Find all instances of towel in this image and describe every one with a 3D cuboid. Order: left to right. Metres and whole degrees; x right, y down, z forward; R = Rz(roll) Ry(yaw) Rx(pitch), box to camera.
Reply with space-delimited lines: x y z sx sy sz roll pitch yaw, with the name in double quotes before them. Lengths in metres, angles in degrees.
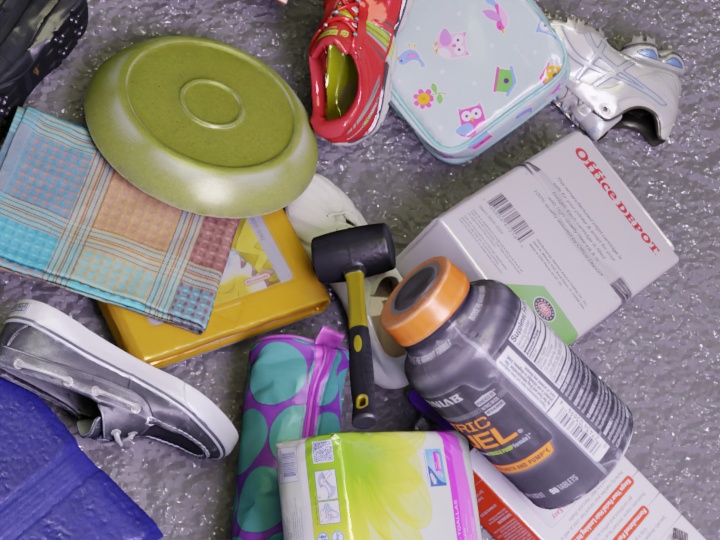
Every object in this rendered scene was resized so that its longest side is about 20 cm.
"towel" -0.261 0.172 1.318 0.200 0.050 0.148 47 53 5
"towel" -0.197 -0.041 1.405 0.199 0.022 0.147 19 56 -6

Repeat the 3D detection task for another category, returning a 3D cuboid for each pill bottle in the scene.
"pill bottle" 0.105 0.079 1.354 0.200 0.106 0.106 44 59 -18

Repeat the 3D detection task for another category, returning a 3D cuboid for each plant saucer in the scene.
"plant saucer" -0.125 -0.127 1.468 0.199 0.031 0.201 13 46 -14

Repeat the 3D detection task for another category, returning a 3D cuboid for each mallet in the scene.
"mallet" 0.008 0.038 1.360 0.065 0.041 0.201 -17 43 2

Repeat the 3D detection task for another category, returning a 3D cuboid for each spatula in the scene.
"spatula" 0.031 0.148 1.445 0.056 0.021 0.200 37 62 13

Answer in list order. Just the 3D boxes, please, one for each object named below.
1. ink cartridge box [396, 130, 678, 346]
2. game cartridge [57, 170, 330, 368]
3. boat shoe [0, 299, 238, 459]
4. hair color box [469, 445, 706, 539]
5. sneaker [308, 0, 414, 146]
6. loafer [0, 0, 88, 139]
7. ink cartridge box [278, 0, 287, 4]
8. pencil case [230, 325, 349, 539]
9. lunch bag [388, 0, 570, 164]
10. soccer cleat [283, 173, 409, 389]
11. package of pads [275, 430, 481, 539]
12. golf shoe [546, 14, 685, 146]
"ink cartridge box" 0.149 -0.008 1.504 0.200 0.084 0.146 -31 81 -40
"game cartridge" -0.142 -0.030 1.444 0.175 0.032 0.201 -19 69 -26
"boat shoe" -0.185 0.100 1.348 0.199 0.072 0.068 34 61 -20
"hair color box" 0.175 0.197 1.453 0.200 0.064 0.111 45 61 5
"sneaker" -0.005 -0.202 1.487 0.077 0.085 0.201 7 100 23
"loafer" -0.296 -0.161 1.442 0.070 0.068 0.201 27 62 14
"ink cartridge box" -0.082 -0.324 1.597 0.108 0.050 0.201 26 62 -8
"pencil case" -0.052 0.149 1.373 0.085 0.092 0.201 16 61 -24
"lunch bag" 0.072 -0.203 1.557 0.160 0.077 0.200 -38 79 6
"soccer cleat" 0.000 0.000 1.467 0.069 0.078 0.201 -19 75 -26
"package of pads" 0.018 0.198 1.327 0.200 0.068 0.156 7 74 -57
"golf shoe" 0.201 -0.168 1.620 0.199 0.078 0.098 9 70 -15
